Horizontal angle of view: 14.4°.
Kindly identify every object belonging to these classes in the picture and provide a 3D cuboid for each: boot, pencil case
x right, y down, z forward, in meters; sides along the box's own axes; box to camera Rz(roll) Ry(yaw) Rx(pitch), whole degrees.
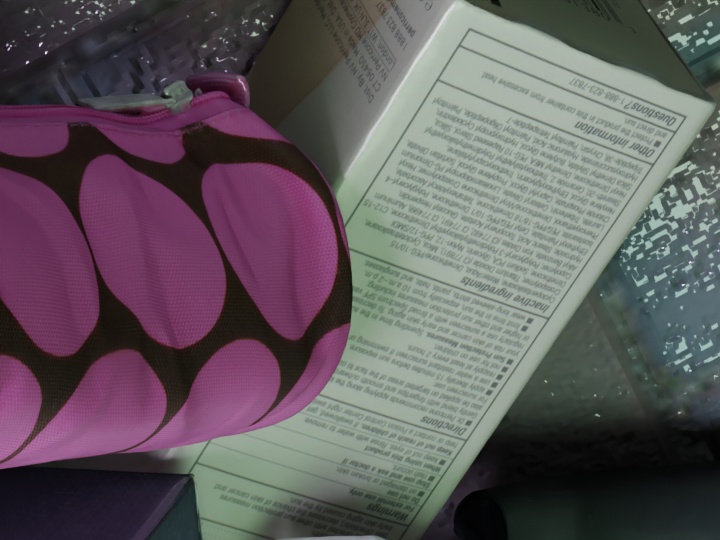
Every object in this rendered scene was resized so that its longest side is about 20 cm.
[{"bbox_3d":[0.129,0.067,0.899,0.199,0.066,0.165,-3,132,-14],"label":"boot"},{"bbox_3d":[-0.081,-0.002,0.663,0.200,0.091,0.094,-5,103,-64],"label":"pencil case"}]

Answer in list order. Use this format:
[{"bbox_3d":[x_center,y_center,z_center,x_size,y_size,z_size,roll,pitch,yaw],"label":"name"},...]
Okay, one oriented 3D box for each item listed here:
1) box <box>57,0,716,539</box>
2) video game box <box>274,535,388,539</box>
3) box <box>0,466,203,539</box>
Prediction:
[{"bbox_3d":[0.000,0.000,0.799,0.095,0.078,0.200,20,116,-31],"label":"box"},{"bbox_3d":[0.028,0.194,0.804,0.047,0.201,0.182,-6,156,41],"label":"video game box"},{"bbox_3d":[-0.143,0.107,0.704,0.157,0.200,0.051,2,111,18],"label":"box"}]
